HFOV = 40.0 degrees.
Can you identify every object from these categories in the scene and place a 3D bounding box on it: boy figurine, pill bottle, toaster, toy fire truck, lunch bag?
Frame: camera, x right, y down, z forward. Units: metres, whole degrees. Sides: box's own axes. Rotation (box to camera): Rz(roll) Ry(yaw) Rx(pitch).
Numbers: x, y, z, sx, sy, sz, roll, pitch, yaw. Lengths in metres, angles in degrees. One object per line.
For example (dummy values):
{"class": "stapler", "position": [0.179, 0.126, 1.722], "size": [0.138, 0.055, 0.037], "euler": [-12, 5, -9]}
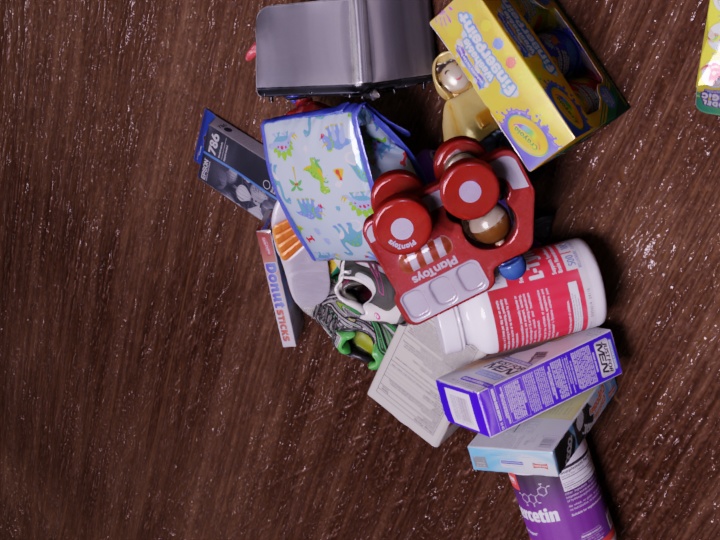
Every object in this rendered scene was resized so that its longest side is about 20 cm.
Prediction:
{"class": "boy figurine", "position": [0.154, -0.190, 1.216], "size": [0.124, 0.064, 0.201], "euler": [-30, 72, 12]}
{"class": "pill bottle", "position": [0.188, 0.037, 1.207], "size": [0.199, 0.112, 0.113], "euler": [-15, 102, -1]}
{"class": "toaster", "position": [-0.011, -0.277, 1.237], "size": [0.199, 0.181, 0.119], "euler": [6, 107, 36]}
{"class": "pill bottle", "position": [0.261, 0.287, 1.318], "size": [0.112, 0.112, 0.201], "euler": [-13, 100, 39]}
{"class": "toy fire truck", "position": [0.107, -0.045, 1.121], "size": [0.199, 0.112, 0.168], "euler": [-27, 111, 10]}
{"class": "lunch bag", "position": [-0.019, -0.117, 1.243], "size": [0.170, 0.128, 0.200], "euler": [-2, 132, 40]}

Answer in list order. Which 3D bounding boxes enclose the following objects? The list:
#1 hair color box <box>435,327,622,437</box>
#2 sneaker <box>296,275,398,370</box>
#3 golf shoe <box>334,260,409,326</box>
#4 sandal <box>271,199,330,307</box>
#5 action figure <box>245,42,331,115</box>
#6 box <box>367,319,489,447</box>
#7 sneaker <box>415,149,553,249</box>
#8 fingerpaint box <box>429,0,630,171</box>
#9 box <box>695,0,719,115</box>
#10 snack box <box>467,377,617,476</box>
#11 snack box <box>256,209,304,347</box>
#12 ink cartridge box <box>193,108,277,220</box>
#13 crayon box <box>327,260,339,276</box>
{"class": "hair color box", "position": [0.207, 0.130, 1.219], "size": [0.109, 0.199, 0.065], "euler": [7, 115, 66]}
{"class": "sneaker", "position": [-0.023, 0.073, 1.459], "size": [0.200, 0.085, 0.078], "euler": [31, 124, 24]}
{"class": "golf shoe", "position": [0.000, 0.000, 1.309], "size": [0.200, 0.088, 0.077], "euler": [45, 130, 44]}
{"class": "sandal", "position": [-0.089, -0.041, 1.392], "size": [0.059, 0.079, 0.207], "euler": [-123, 23, -49]}
{"class": "action figure", "position": [-0.099, -0.221, 1.366], "size": [0.200, 0.065, 0.099], "euler": [48, 117, 33]}
{"class": "box", "position": [0.116, 0.117, 1.357], "size": [0.128, 0.109, 0.200], "euler": [36, 127, 19]}
{"class": "sneaker", "position": [0.164, -0.105, 1.261], "size": [0.200, 0.070, 0.100], "euler": [41, 124, 8]}
{"class": "fingerpaint box", "position": [0.196, -0.231, 1.116], "size": [0.073, 0.167, 0.200], "euler": [-36, 85, 40]}
{"class": "box", "position": [0.419, -0.255, 1.018], "size": [0.117, 0.048, 0.201], "euler": [17, 115, 30]}
{"class": "snack box", "position": [0.231, 0.183, 1.239], "size": [0.116, 0.200, 0.037], "euler": [-4, 113, 38]}
{"class": "snack box", "position": [-0.119, 0.013, 1.492], "size": [0.024, 0.072, 0.201], "euler": [-4, 118, 12]}
{"class": "ink cartridge box", "position": [-0.188, -0.159, 1.516], "size": [0.200, 0.039, 0.100], "euler": [33, 126, 22]}
{"class": "crayon box", "position": [-0.022, -0.101, 1.402], "size": [0.119, 0.058, 0.200], "euler": [47, 129, 11]}
